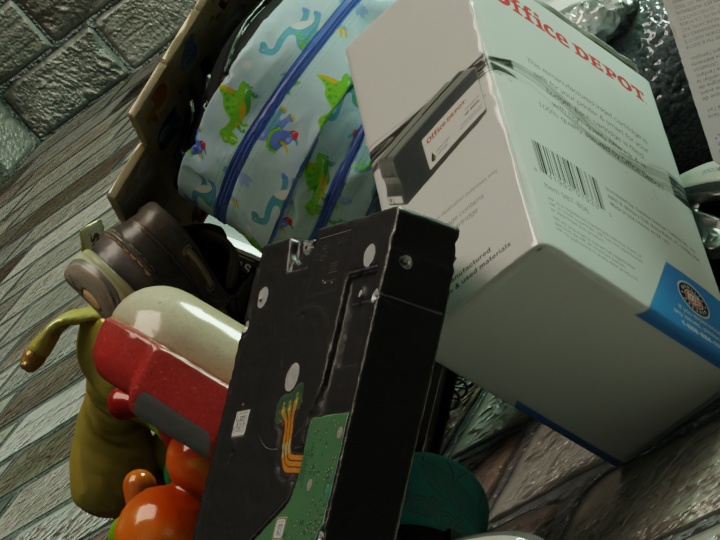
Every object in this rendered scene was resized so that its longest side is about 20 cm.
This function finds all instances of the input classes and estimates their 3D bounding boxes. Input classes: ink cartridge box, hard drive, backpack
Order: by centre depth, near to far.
[{"bbox_3d":[-0.021,0.080,1.195,0.140,0.038,0.201,-16,57,62],"label":"hard drive"},{"bbox_3d":[0.082,-0.030,1.283,0.084,0.144,0.200,-39,40,26],"label":"ink cartridge box"},{"bbox_3d":[-0.013,-0.093,1.457,0.200,0.154,0.163,-30,-18,-42],"label":"backpack"}]

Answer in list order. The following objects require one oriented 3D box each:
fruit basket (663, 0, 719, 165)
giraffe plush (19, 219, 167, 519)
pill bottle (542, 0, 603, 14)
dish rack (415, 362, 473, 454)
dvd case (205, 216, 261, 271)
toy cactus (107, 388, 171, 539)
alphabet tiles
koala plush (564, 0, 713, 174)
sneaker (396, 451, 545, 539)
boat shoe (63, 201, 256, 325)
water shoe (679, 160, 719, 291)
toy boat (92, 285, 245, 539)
[{"bbox_3d":[0.228,-0.166,1.319,0.185,0.201,0.094,-18,-11,7],"label":"fruit basket"},{"bbox_3d":[-0.084,0.073,1.659,0.162,0.200,0.173,20,56,44],"label":"giraffe plush"},{"bbox_3d":[0.144,-0.146,1.765,0.113,0.113,0.200,-39,12,11],"label":"pill bottle"},{"bbox_3d":[0.047,0.013,1.496,0.200,0.054,0.154,-50,-25,-66],"label":"dish rack"},{"bbox_3d":[-0.024,-0.027,1.707,0.150,0.200,0.025,-61,-8,-56],"label":"dvd case"},{"bbox_3d":[-0.100,0.147,1.497,0.165,0.102,0.200,-7,52,29],"label":"toy cactus"},{"bbox_3d":[-0.074,-0.102,1.487,0.200,0.006,0.166,-60,-16,-16],"label":"alphabet tiles"},{"bbox_3d":[0.181,-0.119,1.434,0.200,0.178,0.184,-40,26,-11],"label":"koala plush"},{"bbox_3d":[0.035,0.128,1.223,0.200,0.084,0.121,-31,25,46],"label":"sneaker"},{"bbox_3d":[-0.085,0.017,1.485,0.073,0.074,0.200,-47,-20,1],"label":"boat shoe"},{"bbox_3d":[0.125,0.008,1.376,0.200,0.072,0.079,-33,19,41],"label":"water shoe"},{"bbox_3d":[-0.074,0.097,1.363,0.131,0.130,0.200,-59,-16,-6],"label":"toy boat"}]
